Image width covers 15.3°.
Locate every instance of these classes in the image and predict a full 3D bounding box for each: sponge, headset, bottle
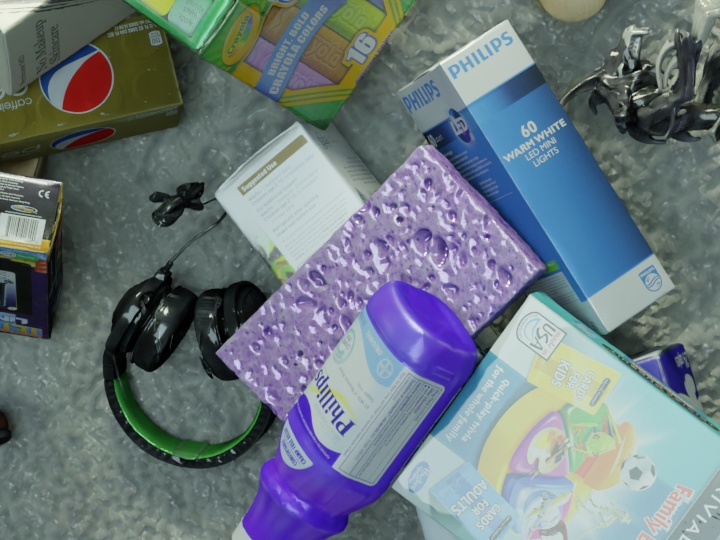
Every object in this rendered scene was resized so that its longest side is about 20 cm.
[{"bbox_3d":[0.012,0.026,1.716,0.200,0.030,0.112,-45,82,18],"label":"sponge"},{"bbox_3d":[-0.116,0.040,1.798,0.123,0.094,0.200,7,106,15],"label":"headset"},{"bbox_3d":[-0.008,0.104,1.676,0.200,0.065,0.084,-54,36,18],"label":"bottle"}]

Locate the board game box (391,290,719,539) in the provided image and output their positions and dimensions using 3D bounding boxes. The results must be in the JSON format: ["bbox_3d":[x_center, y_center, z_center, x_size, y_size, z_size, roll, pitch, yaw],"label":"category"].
[{"bbox_3d":[0.144,0.132,1.660,0.200,0.047,0.151,37,100,9],"label":"board game box"}]

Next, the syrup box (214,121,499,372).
[{"bbox_3d":[0.000,0.000,1.778,0.081,0.079,0.200,-40,84,13],"label":"syrup box"}]

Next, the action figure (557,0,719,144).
[{"bbox_3d":[0.226,-0.126,1.703,0.200,0.119,0.102,7,100,6],"label":"action figure"}]

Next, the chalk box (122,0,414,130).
[{"bbox_3d":[-0.078,-0.194,1.696,0.124,0.200,0.124,39,97,36],"label":"chalk box"}]

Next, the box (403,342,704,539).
[{"bbox_3d":[0.145,0.169,1.739,0.184,0.105,0.200,-18,89,14],"label":"box"}]

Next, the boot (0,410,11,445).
[{"bbox_3d":[-0.332,0.033,1.882,0.188,0.068,0.200,0,81,15],"label":"boot"}]

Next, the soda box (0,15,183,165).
[{"bbox_3d":[-0.223,-0.113,1.793,0.200,0.064,0.068,-13,81,-9],"label":"soda box"}]

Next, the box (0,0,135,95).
[{"bbox_3d":[-0.174,-0.207,1.757,0.200,0.082,0.068,-38,70,-20],"label":"box"}]

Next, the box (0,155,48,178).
[{"bbox_3d":[-0.284,-0.133,1.854,0.163,0.021,0.200,17,92,7],"label":"box"}]

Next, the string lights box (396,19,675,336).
[{"bbox_3d":[0.110,-0.053,1.719,0.059,0.103,0.200,-33,93,-16],"label":"string lights box"}]

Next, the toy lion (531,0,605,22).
[{"bbox_3d":[0.134,-0.288,1.708,0.192,0.069,0.200,43,96,-10],"label":"toy lion"}]

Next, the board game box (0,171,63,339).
[{"bbox_3d":[-0.298,-0.021,1.779,0.200,0.165,0.057,10,69,-3],"label":"board game box"}]
